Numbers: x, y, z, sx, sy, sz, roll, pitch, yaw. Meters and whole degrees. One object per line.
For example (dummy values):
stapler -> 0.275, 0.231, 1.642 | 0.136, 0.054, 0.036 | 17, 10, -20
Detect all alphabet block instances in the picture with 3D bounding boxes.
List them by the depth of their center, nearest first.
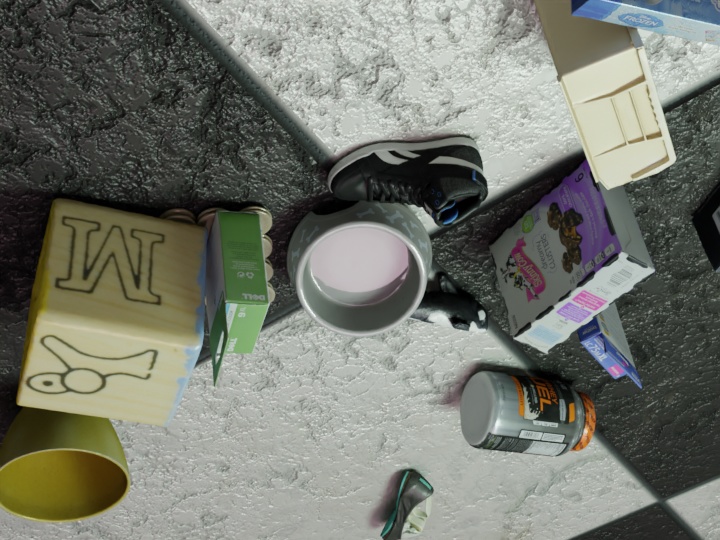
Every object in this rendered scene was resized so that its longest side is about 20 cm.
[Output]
alphabet block -> -0.311, 0.056, 1.514 | 0.197, 0.198, 0.196 | 11, 136, -18

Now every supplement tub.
supplement tub -> 0.269, 0.232, 1.932 | 0.197, 0.124, 0.123 | 9, 137, -24

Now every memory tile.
memory tile -> -0.191, -0.013, 1.617 | 0.151, 0.017, 0.201 | -5, 141, -7

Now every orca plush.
orca plush -> 0.101, 0.038, 1.733 | 0.197, 0.072, 0.105 | 12, -179, -11

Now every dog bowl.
dog bowl -> 0.000, 0.000, 1.600 | 0.197, 0.059, 0.203 | -1, 121, -2

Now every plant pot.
plant pot -> -0.441, 0.259, 1.778 | 0.197, 0.143, 0.201 | -7, 140, -6

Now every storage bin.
storage bin -> 0.263, -0.228, 1.327 | 0.093, 0.202, 0.199 | -20, 140, 13

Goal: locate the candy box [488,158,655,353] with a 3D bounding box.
candy box -> 0.275, -0.018, 1.603 | 0.071, 0.169, 0.200 | 22, 130, -33

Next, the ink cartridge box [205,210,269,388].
ink cartridge box -> -0.155, 0.035, 1.511 | 0.058, 0.202, 0.104 | 4, 140, -18

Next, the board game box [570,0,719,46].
board game box -> 0.302, -0.338, 1.211 | 0.196, 0.203, 0.043 | 7, 164, -22

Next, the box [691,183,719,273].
box -> 0.590, -0.069, 1.669 | 0.197, 0.105, 0.149 | 9, 136, -23

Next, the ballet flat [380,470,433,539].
ballet flat -> 0.087, 0.438, 2.165 | 0.068, 0.068, 0.201 | 25, 138, 8

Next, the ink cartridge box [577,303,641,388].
ink cartridge box -> 0.331, 0.065, 1.689 | 0.042, 0.202, 0.119 | -29, 137, 20

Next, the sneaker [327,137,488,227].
sneaker -> 0.061, -0.101, 1.498 | 0.197, 0.113, 0.074 | -12, 140, 0
